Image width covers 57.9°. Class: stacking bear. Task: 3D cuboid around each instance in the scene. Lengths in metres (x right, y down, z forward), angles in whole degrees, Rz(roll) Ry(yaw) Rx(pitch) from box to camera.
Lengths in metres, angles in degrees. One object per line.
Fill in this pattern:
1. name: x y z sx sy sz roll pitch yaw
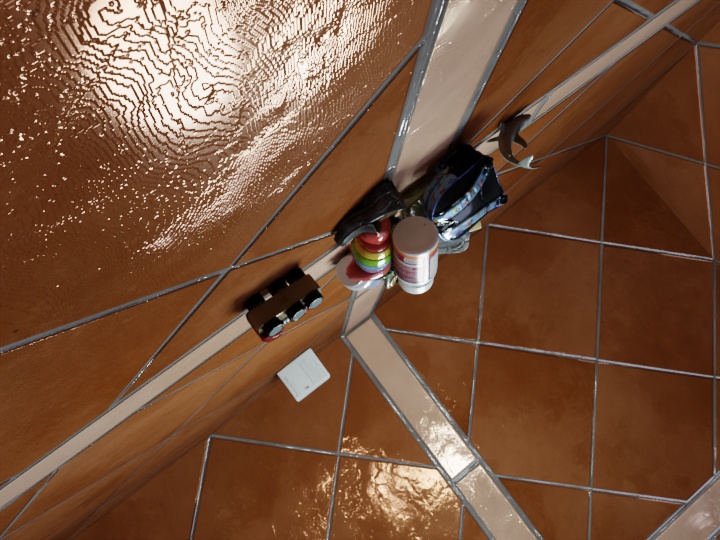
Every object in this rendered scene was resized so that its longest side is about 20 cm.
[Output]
1. stacking bear: 0.029 -0.070 1.573 0.200 0.113 0.122 96 2 -62

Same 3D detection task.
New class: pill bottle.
1. pill bottle: 0.133 -0.032 1.573 0.109 0.110 0.200 -35 152 -16
2. pill bottle: 0.000 0.000 1.806 0.109 0.109 0.200 -40 171 13

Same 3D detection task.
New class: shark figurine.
1. shark figurine: 0.381 -0.335 1.665 0.127 0.216 0.090 -11 138 17

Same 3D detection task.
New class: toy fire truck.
1. toy fire truck: -0.190 0.095 1.568 0.176 0.129 0.200 -34 161 -20

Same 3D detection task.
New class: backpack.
1. backpack: 0.232 -0.181 1.568 0.200 0.135 0.183 -43 138 -4

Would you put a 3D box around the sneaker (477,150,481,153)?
1. sneaker: 0.269 -0.242 1.783 0.088 0.081 0.200 -31 161 -30

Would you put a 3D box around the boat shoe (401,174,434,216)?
1. boat shoe: 0.178 -0.207 1.653 0.200 0.063 0.073 -40 136 -20

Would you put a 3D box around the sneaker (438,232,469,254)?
1. sneaker: 0.180 -0.085 1.668 0.081 0.198 0.077 -75 165 -55

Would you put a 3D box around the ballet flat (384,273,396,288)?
1. ballet flat: 0.103 -0.043 1.855 0.067 0.046 0.202 -27 128 -75

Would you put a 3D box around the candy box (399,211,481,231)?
1. candy box: 0.210 -0.140 1.716 0.199 0.117 0.057 -19 -153 -5

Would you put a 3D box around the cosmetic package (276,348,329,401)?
1. cosmetic package: -0.271 0.505 3.136 0.200 0.168 0.166 -37 172 -10

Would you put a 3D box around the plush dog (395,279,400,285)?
1. plush dog: 0.160 -0.035 1.945 0.200 0.159 0.173 124 -16 -67

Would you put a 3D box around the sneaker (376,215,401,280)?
1. sneaker: 0.065 -0.049 1.745 0.085 0.078 0.201 -43 -162 51

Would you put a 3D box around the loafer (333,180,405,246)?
1. loafer: 0.017 -0.109 1.431 0.200 0.072 0.073 -43 171 36
